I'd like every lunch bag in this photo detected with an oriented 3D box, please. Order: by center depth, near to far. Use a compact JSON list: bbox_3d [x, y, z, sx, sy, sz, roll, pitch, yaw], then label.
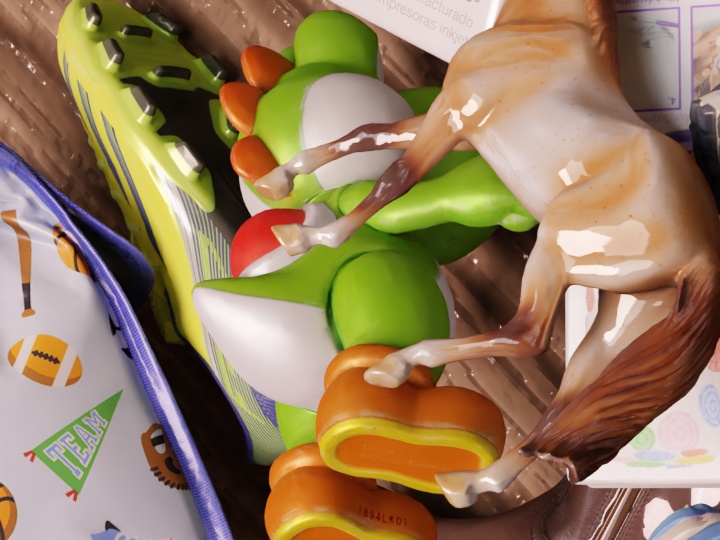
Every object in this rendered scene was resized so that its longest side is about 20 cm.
[{"bbox_3d":[-0.141,0.058,1.058,0.201,0.123,0.170,65,152,10],"label":"lunch bag"}]

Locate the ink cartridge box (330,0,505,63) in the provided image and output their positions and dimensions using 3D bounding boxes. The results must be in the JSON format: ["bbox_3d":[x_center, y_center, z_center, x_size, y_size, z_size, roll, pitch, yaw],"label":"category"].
[{"bbox_3d":[0.040,-0.183,0.933,0.145,0.084,0.201,30,113,34],"label":"ink cartridge box"}]

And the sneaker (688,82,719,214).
[{"bbox_3d":[0.180,-0.015,0.759,0.200,0.086,0.078,26,149,37],"label":"sneaker"}]

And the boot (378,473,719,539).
[{"bbox_3d":[0.078,0.047,0.941,0.186,0.064,0.201,31,112,30],"label":"boot"}]

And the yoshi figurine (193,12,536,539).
[{"bbox_3d":[0.015,0.000,0.924,0.112,0.112,0.201,-16,49,12],"label":"yoshi figurine"}]

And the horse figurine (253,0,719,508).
[{"bbox_3d":[0.048,-0.019,0.799,0.132,0.050,0.200,-35,50,3],"label":"horse figurine"}]

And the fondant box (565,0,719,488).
[{"bbox_3d":[0.137,-0.035,0.840,0.144,0.058,0.201,-2,85,22],"label":"fondant box"}]

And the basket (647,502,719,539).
[{"bbox_3d":[0.118,0.155,0.799,0.176,0.200,0.139,40,104,-9],"label":"basket"}]

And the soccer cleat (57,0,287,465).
[{"bbox_3d":[-0.067,-0.016,1.052,0.084,0.065,0.201,-49,65,34],"label":"soccer cleat"}]
